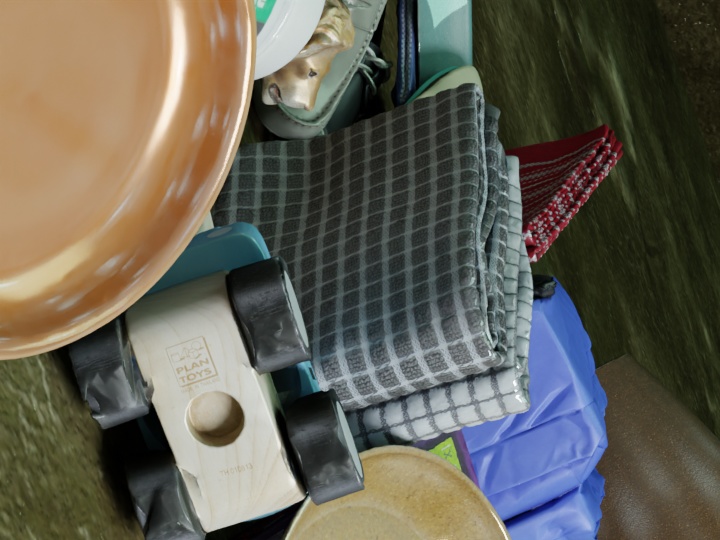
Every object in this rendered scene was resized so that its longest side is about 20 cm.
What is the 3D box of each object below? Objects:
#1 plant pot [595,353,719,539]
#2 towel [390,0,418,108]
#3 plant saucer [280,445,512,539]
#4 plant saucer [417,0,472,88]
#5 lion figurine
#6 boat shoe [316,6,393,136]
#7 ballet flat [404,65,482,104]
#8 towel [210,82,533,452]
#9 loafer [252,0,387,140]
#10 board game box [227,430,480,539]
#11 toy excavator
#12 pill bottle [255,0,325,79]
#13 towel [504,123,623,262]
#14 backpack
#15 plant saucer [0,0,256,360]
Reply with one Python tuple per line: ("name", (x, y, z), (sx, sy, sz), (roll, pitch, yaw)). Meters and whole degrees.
("plant pot", (0.215, 0.174, 1.716), (0.200, 0.187, 0.187), (61, 15, 7))
("towel", (0.029, -0.116, 1.479), (0.200, 0.024, 0.145), (84, 5, -61))
("plant saucer", (0.012, 0.185, 1.049), (0.200, 0.035, 0.201), (15, 70, -47))
("plant saucer", (0.057, -0.170, 1.474), (0.200, 0.036, 0.200), (-1, 90, -87))
("lion figurine", (-0.053, -0.141, 1.150), (0.200, 0.122, 0.073), (-76, 147, -61))
("boat shoe", (-0.014, -0.137, 1.388), (0.200, 0.063, 0.073), (-88, 157, -46))
("ballet flat", (0.030, -0.060, 1.329), (0.200, 0.069, 0.070), (-37, 115, -40))
("towel", (0.000, 0.000, 1.128), (0.086, 0.165, 0.200), (52, 26, -40))
("loafer", (-0.015, -0.174, 1.312), (0.070, 0.070, 0.200), (20, 72, -24))
("board game box", (0.002, 0.161, 1.090), (0.200, 0.032, 0.120), (-25, 97, -50))
("toy excavator", (-0.076, 0.011, 1.024), (0.200, 0.100, 0.195), (-99, 169, -76))
("pill bottle", (-0.100, -0.142, 0.969), (0.200, 0.113, 0.113), (5, 70, -64))
("towel", (0.069, -0.036, 1.332), (0.200, 0.144, 0.023), (-46, 120, -60))
("backpack", (0.062, 0.090, 1.267), (0.200, 0.162, 0.168), (-62, 133, -80))
("plant saucer", (-0.121, -0.064, 0.835), (0.200, 0.037, 0.200), (-31, 134, -39))
